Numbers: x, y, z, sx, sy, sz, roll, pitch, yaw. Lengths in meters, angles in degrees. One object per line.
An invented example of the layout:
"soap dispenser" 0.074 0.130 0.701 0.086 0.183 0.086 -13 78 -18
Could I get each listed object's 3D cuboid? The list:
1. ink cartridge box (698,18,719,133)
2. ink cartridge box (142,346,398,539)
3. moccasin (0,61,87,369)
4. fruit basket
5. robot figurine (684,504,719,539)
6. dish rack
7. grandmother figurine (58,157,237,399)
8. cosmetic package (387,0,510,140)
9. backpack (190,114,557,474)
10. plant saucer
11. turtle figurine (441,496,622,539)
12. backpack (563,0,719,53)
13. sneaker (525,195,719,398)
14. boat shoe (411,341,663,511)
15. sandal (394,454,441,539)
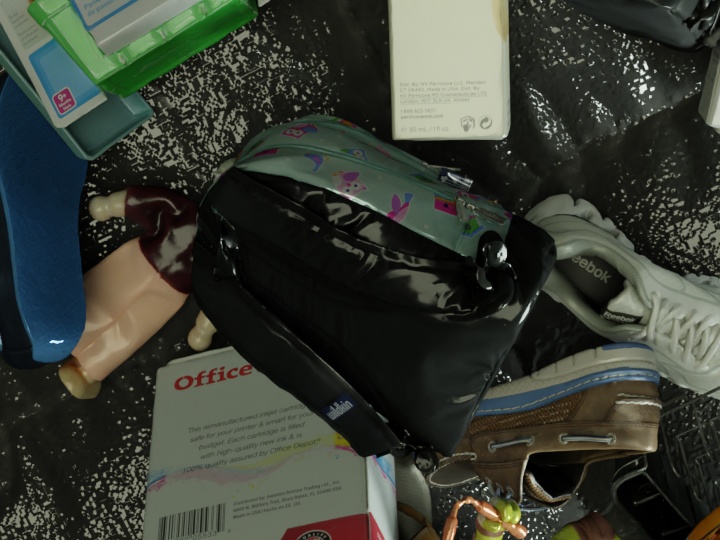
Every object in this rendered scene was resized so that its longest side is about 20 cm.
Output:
"ink cartridge box" 0.291 -0.170 0.910 0.144 0.084 0.202 13 104 5
"ink cartridge box" -0.053 0.142 0.964 0.144 0.201 0.083 -14 133 11
"moccasin" -0.221 -0.036 0.990 0.068 0.080 0.202 -27 57 45
"fruit basket" -0.158 -0.219 0.957 0.184 0.094 0.201 -29 90 7
"robot figurine" 0.269 0.159 0.919 0.144 0.059 0.200 26 125 -24
"dish rack" 0.266 0.116 0.953 0.199 0.055 0.153 -29 127 22
"grandmother figurine" -0.130 -0.006 1.022 0.199 0.061 0.121 -37 112 10
"cosmetic package" 0.053 -0.184 0.932 0.070 0.105 0.203 -1 104 6
"backpack" 0.000 0.000 0.914 0.199 0.127 0.168 28 119 6
"plant saucer" -0.219 -0.160 0.998 0.200 0.070 0.019 50 137 -4
"turtle figurine" 0.082 0.211 0.951 0.160 0.064 0.202 -9 114 -36
"backpack" 0.162 -0.243 0.881 0.152 0.163 0.202 21 98 18
"sneaker" 0.185 0.028 0.964 0.199 0.081 0.076 28 103 0
"boat shoe" 0.103 0.109 0.961 0.200 0.072 0.073 -33 55 47
"sandal" 0.031 0.207 0.987 0.054 0.202 0.082 -17 136 28
